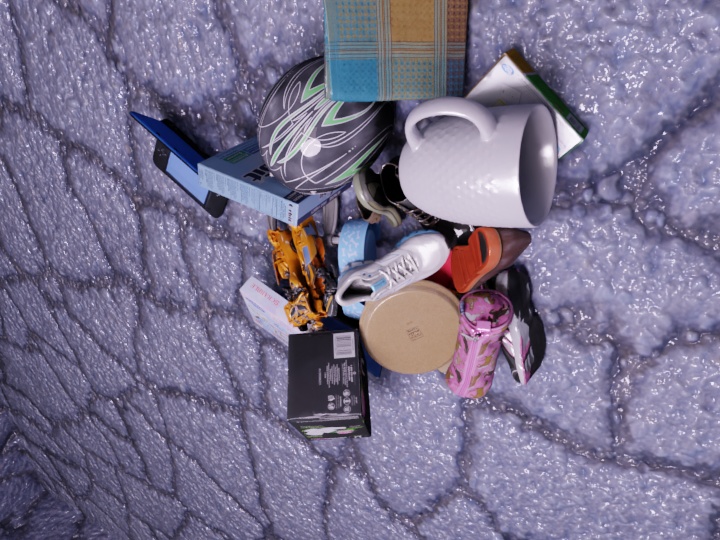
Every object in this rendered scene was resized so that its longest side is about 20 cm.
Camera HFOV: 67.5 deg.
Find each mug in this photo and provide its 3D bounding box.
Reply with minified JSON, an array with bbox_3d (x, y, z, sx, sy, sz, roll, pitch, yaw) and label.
[{"bbox_3d":[0.133,-0.144,0.679,0.174,0.149,0.200,6,158,36],"label":"mug"}]

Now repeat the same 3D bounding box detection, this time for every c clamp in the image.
[{"bbox_3d":[-0.105,-0.081,0.988,0.199,0.027,0.172,10,99,35],"label":"c clamp"}]

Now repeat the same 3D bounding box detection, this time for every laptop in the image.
[{"bbox_3d":[-0.053,0.125,1.057,0.186,0.200,0.117,25,95,24],"label":"laptop"}]

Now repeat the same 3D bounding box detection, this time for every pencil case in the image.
[{"bbox_3d":[0.182,0.119,0.840,0.201,0.086,0.083,89,159,-47],"label":"pencil case"}]

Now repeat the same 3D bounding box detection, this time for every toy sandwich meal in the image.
[{"bbox_3d":[0.097,0.092,0.927,0.203,0.070,0.207,1,115,2],"label":"toy sandwich meal"}]

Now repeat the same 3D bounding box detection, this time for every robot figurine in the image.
[{"bbox_3d":[-0.103,0.008,0.929,0.145,0.058,0.201,-31,68,47],"label":"robot figurine"}]

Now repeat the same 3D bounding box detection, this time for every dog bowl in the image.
[{"bbox_3d":[0.000,0.000,0.946,0.049,0.112,0.201,6,121,15],"label":"dog bowl"}]

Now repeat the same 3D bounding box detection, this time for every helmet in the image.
[{"bbox_3d":[-0.054,-0.214,0.799,0.199,0.191,0.201,14,120,26],"label":"helmet"}]

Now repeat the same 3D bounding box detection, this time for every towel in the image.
[{"bbox_3d":[0.046,-0.297,0.699,0.022,0.198,0.148,-135,41,-63],"label":"towel"}]

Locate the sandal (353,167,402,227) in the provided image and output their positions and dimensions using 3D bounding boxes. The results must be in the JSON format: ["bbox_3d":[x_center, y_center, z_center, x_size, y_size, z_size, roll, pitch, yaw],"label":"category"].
[{"bbox_3d":[0.017,-0.110,0.834,0.057,0.201,0.080,-23,78,15],"label":"sandal"}]

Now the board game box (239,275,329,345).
[{"bbox_3d":[-0.146,0.115,1.108,0.199,0.041,0.200,34,160,11],"label":"board game box"}]

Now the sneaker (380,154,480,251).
[{"bbox_3d":[0.104,-0.089,0.824,0.200,0.106,0.075,46,116,1],"label":"sneaker"}]

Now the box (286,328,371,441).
[{"bbox_3d":[-0.051,0.209,0.954,0.123,0.150,0.200,-4,153,3],"label":"box"}]

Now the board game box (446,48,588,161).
[{"bbox_3d":[0.189,-0.181,0.764,0.153,0.040,0.200,48,132,-1],"label":"board game box"}]

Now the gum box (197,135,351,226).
[{"bbox_3d":[-0.140,-0.160,0.908,0.199,0.170,0.045,24,129,19],"label":"gum box"}]

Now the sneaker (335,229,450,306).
[{"bbox_3d":[0.046,0.007,0.819,0.199,0.087,0.075,-28,102,22],"label":"sneaker"}]

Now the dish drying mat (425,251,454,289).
[{"bbox_3d":[0.127,0.014,0.940,0.077,0.018,0.201,35,131,12],"label":"dish drying mat"}]

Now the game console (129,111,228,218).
[{"bbox_3d":[-0.360,-0.201,1.063,0.200,0.118,0.171,41,131,6],"label":"game console"}]

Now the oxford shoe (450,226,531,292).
[{"bbox_3d":[0.183,-0.012,0.783,0.200,0.072,0.072,123,138,-76],"label":"oxford shoe"}]

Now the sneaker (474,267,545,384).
[{"bbox_3d":[0.241,0.087,0.885,0.086,0.080,0.201,3,113,48],"label":"sneaker"}]
